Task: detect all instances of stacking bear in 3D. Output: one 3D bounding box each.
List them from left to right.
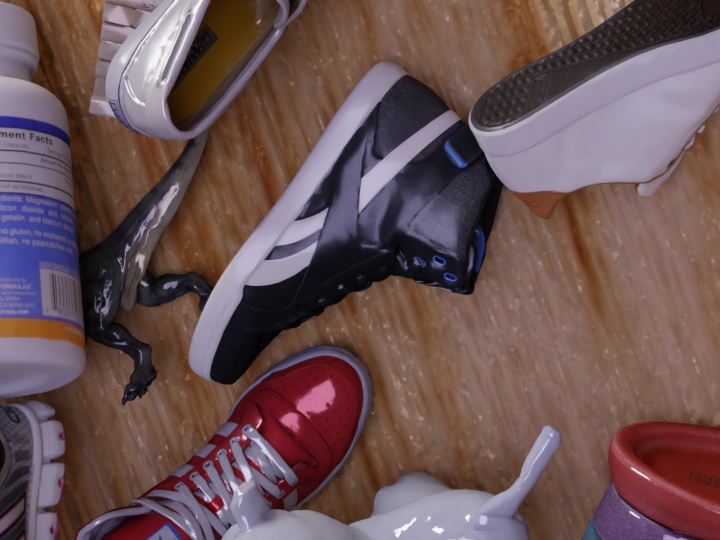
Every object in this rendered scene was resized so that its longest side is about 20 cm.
[{"bbox_3d":[0.160,0.191,1.331,0.113,0.121,0.201,16,108,10],"label":"stacking bear"}]

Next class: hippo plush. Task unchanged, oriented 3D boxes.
[{"bbox_3d":[0.005,0.180,1.301,0.160,0.200,0.160,-7,81,-22],"label":"hippo plush"}]

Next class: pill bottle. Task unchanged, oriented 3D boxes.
[{"bbox_3d":[-0.209,-0.037,1.373,0.112,0.112,0.201,-10,76,15],"label":"pill bottle"}]

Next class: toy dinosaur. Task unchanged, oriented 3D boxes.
[{"bbox_3d":[-0.127,0.015,1.411,0.088,0.047,0.200,46,102,11],"label":"toy dinosaur"}]

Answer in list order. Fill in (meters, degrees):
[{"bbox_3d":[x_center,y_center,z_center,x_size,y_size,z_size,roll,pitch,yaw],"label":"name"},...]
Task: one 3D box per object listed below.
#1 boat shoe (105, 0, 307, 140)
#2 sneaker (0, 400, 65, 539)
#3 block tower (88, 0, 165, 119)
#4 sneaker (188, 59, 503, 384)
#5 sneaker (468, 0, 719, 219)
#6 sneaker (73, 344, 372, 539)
[{"bbox_3d":[-0.051,-0.150,1.322,0.200,0.070,0.071,-52,124,-10],"label":"boat shoe"},{"bbox_3d":[-0.209,0.157,1.356,0.074,0.087,0.201,-21,59,44],"label":"sneaker"},{"bbox_3d":[-0.099,-0.179,1.371,0.054,0.058,0.201,11,98,12],"label":"block tower"},{"bbox_3d":[0.000,0.000,1.359,0.112,0.073,0.200,36,103,9],"label":"sneaker"},{"bbox_3d":[0.160,-0.094,1.321,0.199,0.073,0.085,-26,121,10],"label":"sneaker"},{"bbox_3d":[-0.078,0.122,1.375,0.200,0.112,0.071,-44,86,16],"label":"sneaker"}]
